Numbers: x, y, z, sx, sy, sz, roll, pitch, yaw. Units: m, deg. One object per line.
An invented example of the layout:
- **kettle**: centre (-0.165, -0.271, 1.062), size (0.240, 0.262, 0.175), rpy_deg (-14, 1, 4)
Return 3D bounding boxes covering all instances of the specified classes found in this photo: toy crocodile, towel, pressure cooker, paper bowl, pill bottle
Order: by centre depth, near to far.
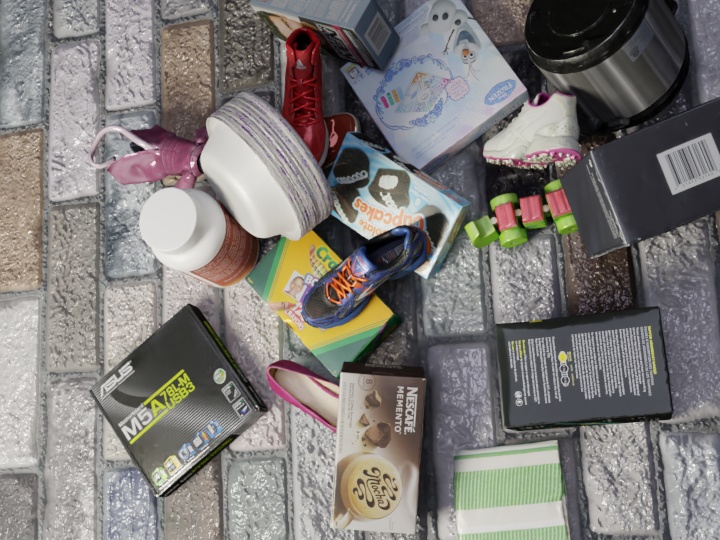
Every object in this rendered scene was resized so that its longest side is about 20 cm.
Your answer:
- **pressure cooker**: centre (0.323, -0.279, 1.326), size (0.174, 0.199, 0.181), rpy_deg (-24, 50, 30)
- **towel**: centre (0.197, 0.327, 1.327), size (0.150, 0.023, 0.204), rpy_deg (-8, 78, 15)
- **paper bowl**: centre (-0.135, -0.126, 1.366), size (0.104, 0.201, 0.201), rpy_deg (-38, 70, -14)
- **toy crocodile**: centre (0.236, -0.079, 1.375), size (0.197, 0.062, 0.069), rpy_deg (-15, 75, 12)
- **pill bottle**: centre (-0.223, -0.048, 1.429), size (0.110, 0.200, 0.114), rpy_deg (-3, 78, 15)

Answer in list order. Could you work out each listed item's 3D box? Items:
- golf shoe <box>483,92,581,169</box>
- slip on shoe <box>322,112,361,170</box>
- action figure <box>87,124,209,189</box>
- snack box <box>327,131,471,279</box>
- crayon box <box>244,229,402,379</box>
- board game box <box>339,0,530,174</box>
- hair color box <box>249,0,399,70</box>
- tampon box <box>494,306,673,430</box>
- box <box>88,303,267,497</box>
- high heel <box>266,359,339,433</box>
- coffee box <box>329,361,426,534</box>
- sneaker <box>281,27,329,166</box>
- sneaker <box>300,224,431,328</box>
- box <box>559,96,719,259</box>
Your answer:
- **golf shoe**: centre (0.225, -0.180, 1.342), size (0.074, 0.199, 0.093), rpy_deg (5, 90, -24)
- **slip on shoe**: centre (-0.093, -0.177, 1.491), size (0.197, 0.061, 0.075), rpy_deg (-18, 73, 11)
- **action figure**: centre (-0.269, -0.174, 1.503), size (0.197, 0.149, 0.136), rpy_deg (8, 75, 31)
- **snack box**: centre (0.044, -0.092, 1.424), size (0.199, 0.037, 0.117), rpy_deg (34, 115, 19)
- **crayon box**: centre (-0.051, 0.040, 1.436), size (0.119, 0.058, 0.200), rpy_deg (-46, 71, 2)
- **board game box**: centre (0.103, -0.264, 1.460), size (0.199, 0.043, 0.200), rpy_deg (-35, 71, 7)
- **hair color box**: centre (-0.052, -0.355, 1.466), size (0.198, 0.099, 0.061), rpy_deg (23, 78, 34)
- **tampon box**: centre (0.278, 0.126, 1.275), size (0.197, 0.150, 0.129), rpy_deg (-7, 78, 14)
- **box**: centre (-0.262, 0.185, 1.475), size (0.199, 0.047, 0.194), rpy_deg (-39, 74, 5)
- **high heel**: centre (-0.037, 0.180, 1.384), size (0.199, 0.096, 0.068), rpy_deg (34, 89, 19)
- **coffee box**: centre (0.023, 0.226, 1.332), size (0.111, 0.080, 0.204), rpy_deg (5, 94, 1)
- **sneaker**: centre (-0.086, -0.242, 1.424), size (0.077, 0.116, 0.203), rpy_deg (-6, 67, 1)
- **sneaker**: centre (0.000, 0.000, 1.359), size (0.199, 0.078, 0.076), rpy_deg (-39, 70, 1)
- **box**: centre (0.364, -0.110, 1.246), size (0.197, 0.198, 0.125), rpy_deg (-21, 85, -1)
